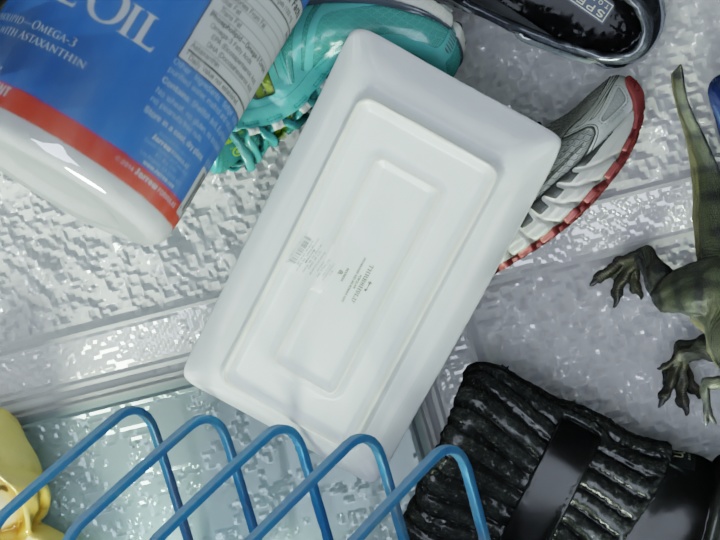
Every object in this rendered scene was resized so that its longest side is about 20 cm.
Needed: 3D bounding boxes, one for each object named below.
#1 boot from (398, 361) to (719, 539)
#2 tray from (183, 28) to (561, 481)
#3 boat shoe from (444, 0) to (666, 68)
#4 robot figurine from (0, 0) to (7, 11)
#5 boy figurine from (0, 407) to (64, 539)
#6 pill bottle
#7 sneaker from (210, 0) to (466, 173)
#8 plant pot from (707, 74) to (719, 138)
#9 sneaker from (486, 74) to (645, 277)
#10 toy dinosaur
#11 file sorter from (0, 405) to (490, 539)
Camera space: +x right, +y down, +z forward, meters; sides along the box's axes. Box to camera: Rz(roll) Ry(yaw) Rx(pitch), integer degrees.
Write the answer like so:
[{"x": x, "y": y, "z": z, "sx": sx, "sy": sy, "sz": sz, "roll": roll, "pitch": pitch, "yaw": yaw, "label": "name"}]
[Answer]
[{"x": 0.088, "y": 0.160, "z": 1.098, "sx": 0.157, "sy": 0.079, "sz": 0.212, "roll": 17, "pitch": 95, "yaw": -1, "label": "boot"}, {"x": 0.000, "y": 0.000, "z": 1.037, "sx": 0.107, "sy": 0.022, "sz": 0.200, "roll": 29, "pitch": 116, "yaw": 3, "label": "tray"}, {"x": 0.047, "y": -0.153, "z": 1.041, "sx": 0.200, "sy": 0.068, "sz": 0.072, "roll": 35, "pitch": 106, "yaw": 2, "label": "boat shoe"}, {"x": -0.199, "y": -0.169, "z": 1.057, "sx": 0.200, "sy": 0.150, "sz": 0.125, "roll": -42, "pitch": 135, "yaw": 16, "label": "robot figurine"}, {"x": -0.181, "y": 0.170, "z": 1.161, "sx": 0.124, "sy": 0.064, "sz": 0.201, "roll": 10, "pitch": 107, "yaw": 13, "label": "boy figurine"}, {"x": -0.084, "y": -0.122, "z": 0.991, "sx": 0.112, "sy": 0.112, "sz": 0.200, "roll": 28, "pitch": 80, "yaw": 3, "label": "pill bottle"}, {"x": -0.045, "y": -0.079, "z": 1.061, "sx": 0.199, "sy": 0.080, "sz": 0.078, "roll": -11, "pitch": 142, "yaw": 19, "label": "sneaker"}, {"x": 0.265, "y": -0.005, "z": 0.974, "sx": 0.179, "sy": 0.200, "sz": 0.201, "roll": -17, "pitch": 100, "yaw": 7, "label": "plant pot"}, {"x": 0.043, "y": -0.035, "z": 1.065, "sx": 0.200, "sy": 0.078, "sz": 0.082, "roll": -31, "pitch": 94, "yaw": 15, "label": "sneaker"}, {"x": 0.154, "y": 0.015, "z": 1.055, "sx": 0.088, "sy": 0.047, "sz": 0.201, "roll": -37, "pitch": 61, "yaw": 53, "label": "toy dinosaur"}, {"x": -0.051, "y": 0.146, "z": 1.043, "sx": 0.199, "sy": 0.139, "sz": 0.123, "roll": 4, "pitch": 120, "yaw": 36, "label": "file sorter"}]
